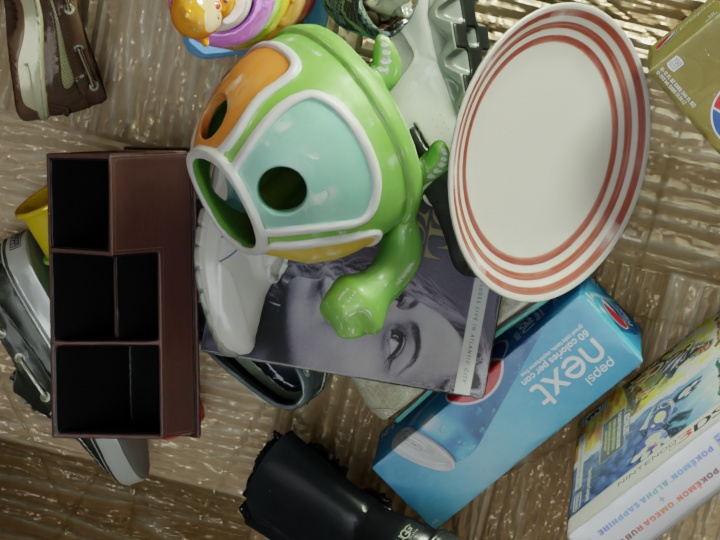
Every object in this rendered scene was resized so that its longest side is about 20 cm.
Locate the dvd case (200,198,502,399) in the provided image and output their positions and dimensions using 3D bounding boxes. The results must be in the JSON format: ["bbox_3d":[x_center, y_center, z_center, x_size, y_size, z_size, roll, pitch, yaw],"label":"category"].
[{"bbox_3d":[0.000,0.000,1.587,0.200,0.016,0.149,9,80,11],"label":"dvd case"}]

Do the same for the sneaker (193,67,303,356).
[{"bbox_3d":[-0.065,-0.040,1.563,0.087,0.075,0.200,7,81,4],"label":"sneaker"}]

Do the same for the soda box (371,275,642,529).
[{"bbox_3d":[0.103,0.091,1.631,0.200,0.064,0.068,-41,100,17],"label":"soda box"}]

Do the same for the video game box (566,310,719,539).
[{"bbox_3d":[0.222,0.100,1.547,0.182,0.200,0.047,-38,100,17],"label":"video game box"}]

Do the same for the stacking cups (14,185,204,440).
[{"bbox_3d":[-0.169,0.027,1.647,0.060,0.061,0.200,-26,108,15],"label":"stacking cups"}]

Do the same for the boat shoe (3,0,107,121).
[{"bbox_3d":[-0.207,-0.204,1.566,0.075,0.075,0.202,-6,115,-6],"label":"boat shoe"}]

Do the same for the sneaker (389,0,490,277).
[{"bbox_3d":[0.048,-0.090,1.558,0.088,0.074,0.200,-11,82,25],"label":"sneaker"}]

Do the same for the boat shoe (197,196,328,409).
[{"bbox_3d":[-0.098,0.019,1.630,0.073,0.062,0.200,-39,100,20],"label":"boat shoe"}]

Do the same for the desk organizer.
[{"bbox_3d":[-0.162,0.016,1.569,0.072,0.077,0.200,4,96,42],"label":"desk organizer"}]

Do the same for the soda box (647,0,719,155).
[{"bbox_3d":[0.281,-0.088,1.546,0.068,0.064,0.200,-39,101,17],"label":"soda box"}]

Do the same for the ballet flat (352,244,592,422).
[{"bbox_3d":[0.071,0.031,1.614,0.200,0.067,0.062,-40,93,17],"label":"ballet flat"}]

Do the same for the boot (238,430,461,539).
[{"bbox_3d":[-0.004,0.210,1.678,0.168,0.076,0.200,31,151,22],"label":"boot"}]

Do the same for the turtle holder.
[{"bbox_3d":[-0.033,-0.060,1.487,0.132,0.141,0.186,-35,136,-24],"label":"turtle holder"}]

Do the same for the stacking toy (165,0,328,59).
[{"bbox_3d":[-0.088,-0.183,1.483,0.110,0.200,0.116,-10,104,11],"label":"stacking toy"}]

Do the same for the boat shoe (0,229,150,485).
[{"bbox_3d":[-0.218,0.070,1.663,0.064,0.071,0.200,-25,97,14],"label":"boat shoe"}]

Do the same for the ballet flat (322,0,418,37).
[{"bbox_3d":[0.048,-0.237,1.508,0.074,0.074,0.200,28,106,-4],"label":"ballet flat"}]

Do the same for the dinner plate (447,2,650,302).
[{"bbox_3d":[0.121,-0.078,1.525,0.024,0.200,0.200,18,117,43],"label":"dinner plate"}]
